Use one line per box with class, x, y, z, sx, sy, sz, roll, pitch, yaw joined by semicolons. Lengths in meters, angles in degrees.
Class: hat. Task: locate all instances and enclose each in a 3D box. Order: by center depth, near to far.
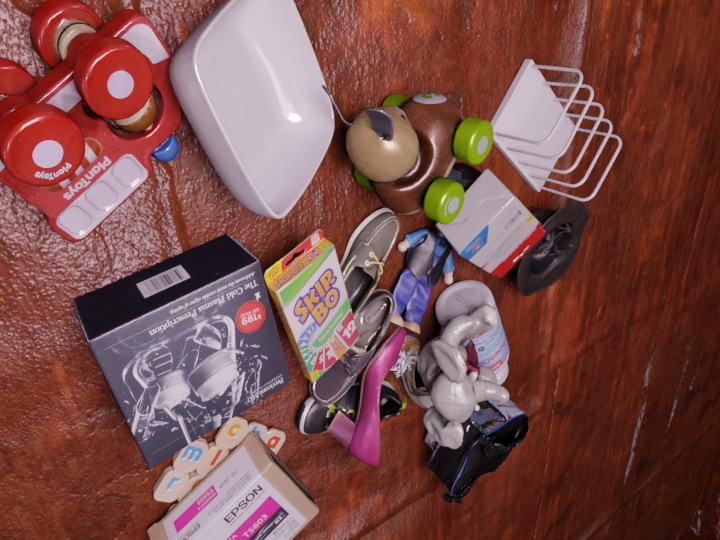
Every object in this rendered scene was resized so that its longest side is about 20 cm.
hat;0.338;-0.054;1.020;0.197;0.081;0.205;-26;137;-26

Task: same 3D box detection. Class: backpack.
backpack;0.228;0.319;1.055;0.186;0.155;0.204;-8;135;-34

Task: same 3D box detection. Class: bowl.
bowl;-0.114;-0.181;0.582;0.203;0.073;0.203;64;38;-39

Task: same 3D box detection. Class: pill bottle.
pill bottle;0.211;0.125;0.987;0.108;0.108;0.203;-40;129;-15

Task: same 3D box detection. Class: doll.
doll;0.108;-0.003;0.890;0.134;0.048;0.205;24;88;-34

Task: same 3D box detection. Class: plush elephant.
plush elephant;0.151;0.166;0.823;0.193;0.156;0.170;-6;116;-13

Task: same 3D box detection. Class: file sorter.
file sorter;0.334;-0.230;0.916;0.198;0.124;0.141;30;90;-41

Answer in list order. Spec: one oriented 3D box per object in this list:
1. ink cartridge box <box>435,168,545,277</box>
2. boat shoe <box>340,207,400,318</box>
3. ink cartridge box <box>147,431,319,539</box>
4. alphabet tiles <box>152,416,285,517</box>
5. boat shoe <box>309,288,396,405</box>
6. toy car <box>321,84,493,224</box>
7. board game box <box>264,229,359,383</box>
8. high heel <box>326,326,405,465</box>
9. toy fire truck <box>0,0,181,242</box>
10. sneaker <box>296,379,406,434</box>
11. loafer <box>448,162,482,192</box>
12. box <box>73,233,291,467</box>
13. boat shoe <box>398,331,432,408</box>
ink cartridge box;0.216;-0.066;0.868;0.116;0.068;0.198;-46;149;15
boat shoe;0.002;0.002;0.800;0.072;0.060;0.204;39;84;-41
ink cartridge box;-0.180;0.368;0.796;0.199;0.075;0.167;-41;132;-13
alphabet tiles;-0.204;0.311;0.808;0.198;0.015;0.199;33;90;-42
boat shoe;-0.013;0.113;0.817;0.202;0.071;0.065;-53;174;-5
toy car;0.039;-0.169;0.661;0.198;0.162;0.161;22;96;-53
board game box;-0.057;0.051;0.698;0.095;0.030;0.204;-40;137;-25
high heel;0.036;0.190;0.827;0.095;0.067;0.203;33;94;3
toy fire truck;-0.255;-0.139;0.520;0.200;0.111;0.169;-47;155;-11
sneaker;-0.008;0.224;0.877;0.195;0.082;0.074;-11;116;-34
loafer;0.155;-0.129;0.864;0.195;0.073;0.074;10;118;-35
box;-0.204;0.090;0.650;0.196;0.103;0.187;-27;125;-26
boat shoe;0.109;0.192;0.964;0.075;0.068;0.202;-44;130;-13
